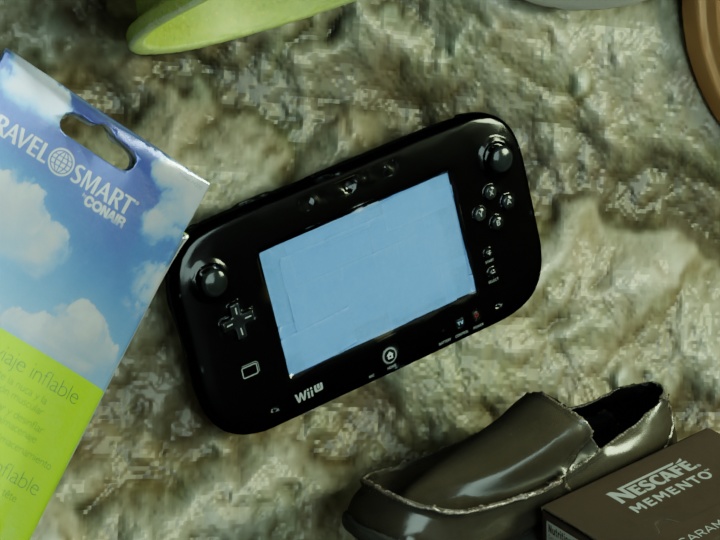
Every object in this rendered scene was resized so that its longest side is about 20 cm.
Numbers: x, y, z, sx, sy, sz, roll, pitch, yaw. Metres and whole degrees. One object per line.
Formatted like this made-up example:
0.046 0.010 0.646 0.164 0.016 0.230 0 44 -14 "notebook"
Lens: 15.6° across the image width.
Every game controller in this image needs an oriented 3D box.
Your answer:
0.000 0.000 1.236 0.200 0.042 0.105 -24 103 -27 "game controller"

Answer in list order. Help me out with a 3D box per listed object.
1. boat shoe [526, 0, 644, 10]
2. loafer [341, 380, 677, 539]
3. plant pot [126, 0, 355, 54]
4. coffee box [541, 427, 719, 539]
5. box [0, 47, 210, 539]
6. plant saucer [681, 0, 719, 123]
0.156 -0.197 1.310 0.200 0.093 0.075 -14 141 -5 "boat shoe"
0.074 0.090 1.259 0.200 0.073 0.072 -12 114 -39 "loafer"
-0.036 -0.214 1.142 0.200 0.200 0.185 -19 89 -29 "plant pot"
0.155 0.193 1.269 0.114 0.080 0.200 -21 123 -33 "coffee box"
-0.162 0.020 1.137 0.122 0.048 0.200 33 74 -27 "box"
0.262 -0.143 1.378 0.200 0.037 0.201 -3 97 -25 "plant saucer"
